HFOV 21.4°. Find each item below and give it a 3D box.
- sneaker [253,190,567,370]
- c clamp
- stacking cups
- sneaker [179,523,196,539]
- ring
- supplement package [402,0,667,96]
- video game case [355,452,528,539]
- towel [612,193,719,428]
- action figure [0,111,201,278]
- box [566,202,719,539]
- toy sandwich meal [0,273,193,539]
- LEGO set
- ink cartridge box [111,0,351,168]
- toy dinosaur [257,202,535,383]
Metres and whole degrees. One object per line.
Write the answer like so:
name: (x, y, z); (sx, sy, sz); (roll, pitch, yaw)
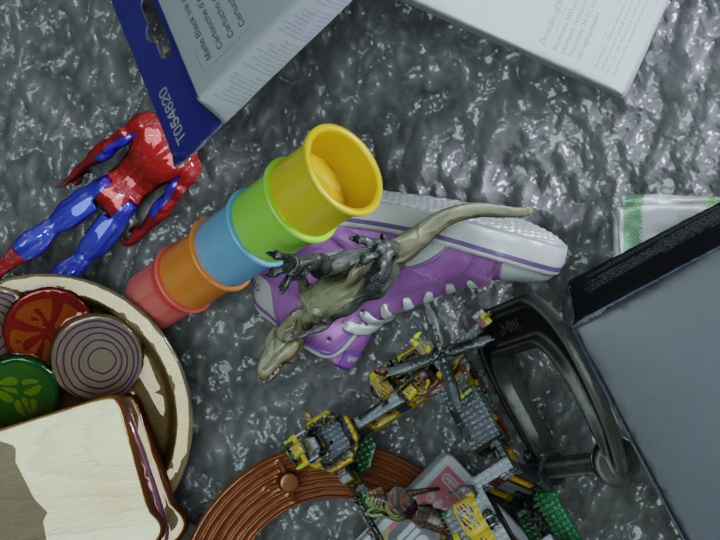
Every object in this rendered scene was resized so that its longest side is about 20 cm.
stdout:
sneaker: (0.028, 0.010, 1.197); (0.200, 0.073, 0.115); (10, 99, 18)
c clamp: (0.120, 0.093, 1.131); (0.027, 0.200, 0.171); (-24, 82, -13)
stacking cups: (-0.074, -0.016, 1.163); (0.200, 0.060, 0.061); (-33, 89, 37)
sneaker: (-0.154, 0.254, 1.246); (0.115, 0.076, 0.201); (14, 89, 16)
ring: (-0.016, 0.209, 1.207); (0.200, 0.019, 0.201); (0, 91, -11)
supplement package: (0.091, -0.196, 1.143); (0.199, 0.117, 0.118); (25, 98, 5)
video game case: (0.032, 0.234, 1.197); (0.200, 0.017, 0.143); (-45, 97, -7)
towel: (0.256, 0.028, 1.185); (0.199, 0.031, 0.150); (1, 97, 6)
action figure: (-0.165, -0.042, 1.227); (0.200, 0.052, 0.065); (-42, 92, 10)
box: (0.214, 0.079, 1.080); (0.123, 0.198, 0.200); (-28, 93, 8)
toy sandwich meal: (-0.197, 0.104, 1.191); (0.204, 0.070, 0.206); (0, 97, 3)
LEGO set: (0.039, 0.131, 1.117); (0.153, 0.116, 0.201); (-24, 71, 12)
ink cartridge box: (-0.087, -0.197, 1.133); (0.200, 0.041, 0.200); (-42, 55, 26)
toy dinosaur: (0.000, 0.000, 1.124); (0.200, 0.088, 0.048); (-31, 70, 21)
